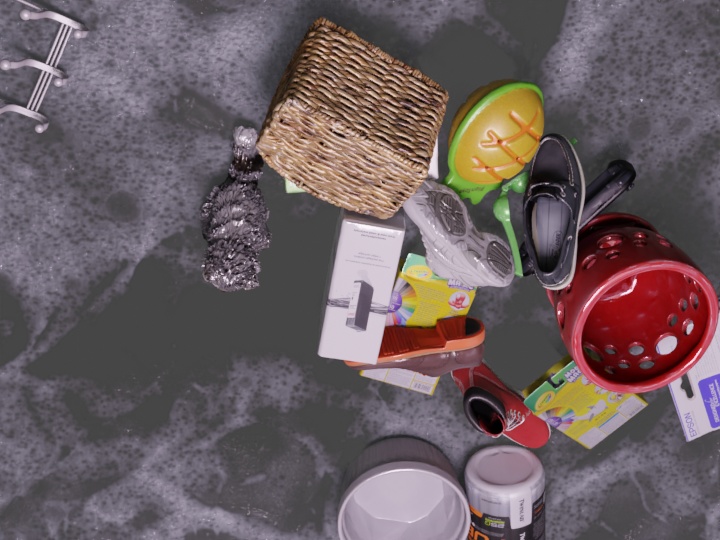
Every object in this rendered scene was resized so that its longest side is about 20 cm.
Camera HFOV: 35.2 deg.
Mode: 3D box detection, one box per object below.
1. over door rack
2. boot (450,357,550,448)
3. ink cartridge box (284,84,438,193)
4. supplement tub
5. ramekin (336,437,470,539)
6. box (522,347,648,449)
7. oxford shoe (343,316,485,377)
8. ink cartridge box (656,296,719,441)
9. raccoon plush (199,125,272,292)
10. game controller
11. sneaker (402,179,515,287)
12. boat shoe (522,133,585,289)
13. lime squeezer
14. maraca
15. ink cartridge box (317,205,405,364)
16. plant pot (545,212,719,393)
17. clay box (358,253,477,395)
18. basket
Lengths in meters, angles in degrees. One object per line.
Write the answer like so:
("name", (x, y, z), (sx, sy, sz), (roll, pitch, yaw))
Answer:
("over door rack", (-0.450, -0.270, 1.373), (0.198, 0.067, 0.149), (25, 112, -16))
("boot", (0.209, 0.217, 1.623), (0.072, 0.145, 0.200), (-42, 114, 15))
("ink cartridge box", (-0.002, -0.171, 1.453), (0.197, 0.068, 0.119), (-3, 116, -2))
("supplement tub", (0.220, 0.377, 1.716), (0.121, 0.123, 0.203), (-6, 117, -1))
("ramekin", (0.061, 0.347, 1.700), (0.197, 0.105, 0.203), (-1, 117, -2))
("box", (0.317, 0.179, 1.625), (0.117, 0.049, 0.199), (-41, 138, 15))
("oxford shoe", (0.075, 0.120, 1.552), (0.197, 0.071, 0.073), (-8, 122, 0))
("ink cartridge box", (0.540, 0.132, 1.657), (0.198, 0.044, 0.200), (-22, 116, 5))
("raccoon plush", (-0.168, -0.070, 1.454), (0.095, 0.134, 0.203), (-5, 118, 0))
("game controller", (0.284, -0.071, 1.504), (0.200, 0.104, 0.042), (-43, 88, 17))
("sneaker", (0.108, -0.035, 1.473), (0.099, 0.079, 0.200), (-21, 126, 42))
("boat shoe", (0.239, -0.080, 1.434), (0.074, 0.066, 0.203), (4, 85, 25))
("lime squeezer", (0.216, -0.097, 1.488), (0.070, 0.038, 0.202), (18, 77, 27))
("maraca", (0.165, -0.159, 1.450), (0.136, 0.107, 0.201), (-8, 139, -32))
("ink cartridge box", (0.000, 0.000, 1.494), (0.082, 0.145, 0.202), (10, 117, -5))
("plant pot", (0.349, 0.030, 1.508), (0.197, 0.183, 0.203), (-5, 123, -7))
("clay box", (0.082, 0.069, 1.592), (0.113, 0.048, 0.202), (16, 113, -12))
("basket", (-0.012, -0.176, 1.378), (0.198, 0.150, 0.143), (26, 143, -13))
